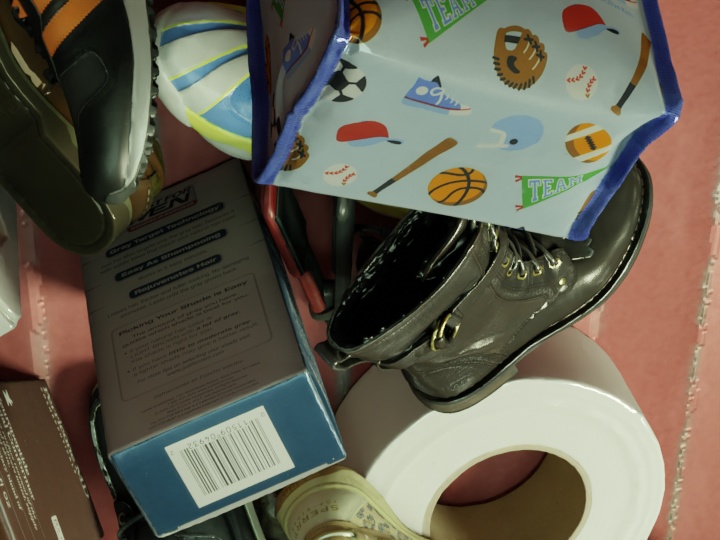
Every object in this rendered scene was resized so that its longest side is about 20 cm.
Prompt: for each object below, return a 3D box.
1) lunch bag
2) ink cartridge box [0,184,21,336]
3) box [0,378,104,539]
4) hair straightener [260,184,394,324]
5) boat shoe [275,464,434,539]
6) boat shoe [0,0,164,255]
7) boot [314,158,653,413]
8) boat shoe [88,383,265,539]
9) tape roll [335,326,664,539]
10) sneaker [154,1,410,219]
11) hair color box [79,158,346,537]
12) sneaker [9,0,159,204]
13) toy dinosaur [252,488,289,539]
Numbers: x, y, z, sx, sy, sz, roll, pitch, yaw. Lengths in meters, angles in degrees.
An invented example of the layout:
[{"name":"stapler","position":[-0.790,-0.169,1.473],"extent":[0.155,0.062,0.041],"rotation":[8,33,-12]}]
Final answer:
[{"name":"lunch bag","position":[0.039,-0.134,0.773],"extent":[0.169,0.201,0.124],"rotation":[12,141,-21]},{"name":"ink cartridge box","position":[-0.270,0.010,0.816],"extent":[0.200,0.146,0.084],"rotation":[-30,123,5]},{"name":"box","position":[-0.193,0.113,0.863],"extent":[0.075,0.200,0.100],"rotation":[-22,88,-2]},{"name":"hair straightener","position":[0.000,0.000,0.902],"extent":[0.077,0.041,0.200],"rotation":[-2,151,7]},{"name":"boat shoe","position":[0.026,0.189,0.979],"extent":[0.073,0.063,0.200],"rotation":[-42,124,13]},{"name":"boat shoe","position":[-0.169,-0.103,0.819],"extent":[0.072,0.068,0.200],"rotation":[-17,114,38]},{"name":"boot","position":[0.072,-0.007,0.876],"extent":[0.200,0.069,0.174],"rotation":[-49,157,-3]},{"name":"boat shoe","position":[-0.102,0.152,0.959],"extent":[0.074,0.066,0.200],"rotation":[-20,101,28]},{"name":"tape roll","position":[0.080,0.127,1.035],"extent":[0.202,0.071,0.203],"rotation":[-8,125,-11]},{"name":"sneaker","position":[-0.005,-0.090,0.844],"extent":[0.200,0.076,0.105],"rotation":[21,156,-37]},{"name":"hair color box","position":[-0.079,0.032,0.848],"extent":[0.100,0.200,0.061],"rotation":[-23,125,1]},{"name":"sneaker","position":[-0.140,-0.128,0.765],"extent":[0.090,0.070,0.201],"rotation":[-3,87,-12]},{"name":"toy dinosaur","position":[-0.066,0.197,1.045],"extent":[0.077,0.102,0.200],"rotation":[-29,159,-53]}]
